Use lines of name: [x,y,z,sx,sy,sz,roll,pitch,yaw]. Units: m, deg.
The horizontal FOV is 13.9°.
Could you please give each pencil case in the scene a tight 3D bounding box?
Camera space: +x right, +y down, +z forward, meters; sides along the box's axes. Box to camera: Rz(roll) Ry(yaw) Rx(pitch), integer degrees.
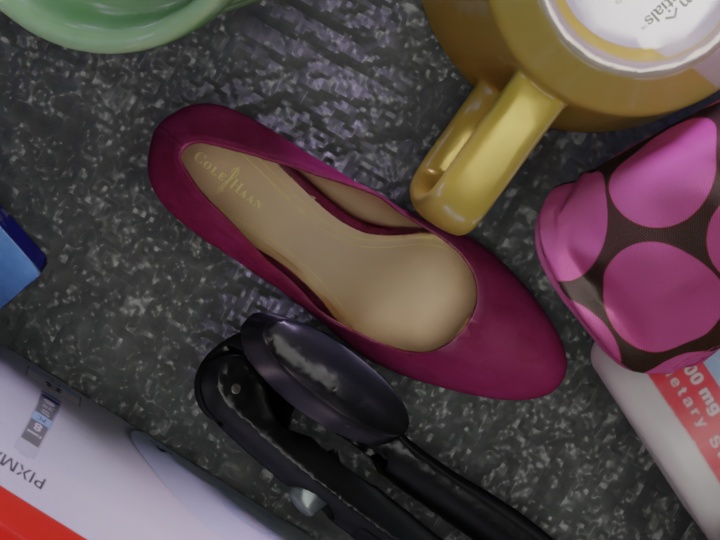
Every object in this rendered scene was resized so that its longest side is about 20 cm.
pencil case: [0.167,-0.028,1.101,0.200,0.091,0.094,-25,110,34]

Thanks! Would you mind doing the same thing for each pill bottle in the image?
pill bottle: [0.202,0.021,1.201,0.200,0.109,0.109,-34,98,2]

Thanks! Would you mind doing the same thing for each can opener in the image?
can opener: [0.014,0.092,1.227,0.200,0.079,0.063,44,86,-16]

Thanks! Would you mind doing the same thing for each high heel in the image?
high heel: [0.000,0.000,1.194,0.200,0.096,0.068,28,94,-6]

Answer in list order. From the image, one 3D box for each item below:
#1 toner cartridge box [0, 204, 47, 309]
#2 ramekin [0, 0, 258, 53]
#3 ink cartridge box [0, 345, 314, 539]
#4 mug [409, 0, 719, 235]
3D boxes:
toner cartridge box: [-0.228,-0.045,1.204,0.095,0.043,0.200,-41,98,3]
ramekin: [-0.075,-0.188,1.122,0.200,0.098,0.201,12,110,37]
ink cartridge box: [-0.089,0.101,1.150,0.160,0.200,0.047,33,92,-7]
mug: [0.100,-0.104,1.157,0.149,0.153,0.187,3,98,-4]
